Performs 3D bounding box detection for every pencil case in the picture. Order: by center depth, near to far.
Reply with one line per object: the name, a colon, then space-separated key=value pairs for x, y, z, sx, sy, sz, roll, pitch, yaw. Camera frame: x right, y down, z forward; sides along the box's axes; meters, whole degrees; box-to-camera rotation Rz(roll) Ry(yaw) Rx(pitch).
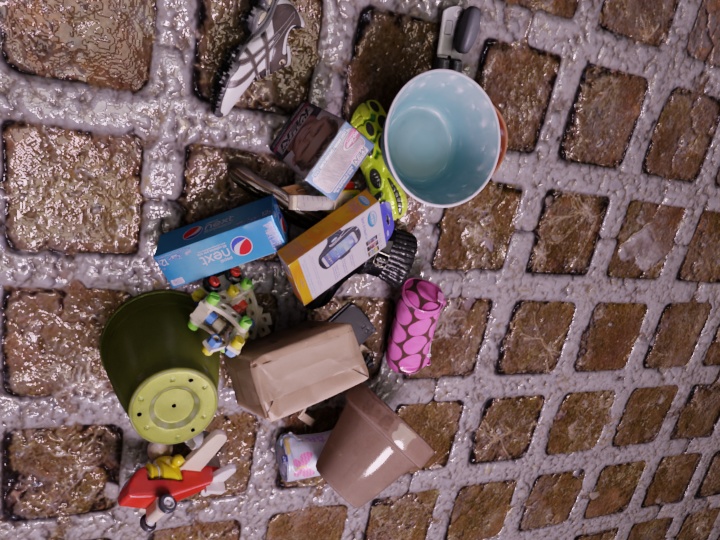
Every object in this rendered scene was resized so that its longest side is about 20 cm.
pencil case: x=0.106 y=0.109 z=1.153 sx=0.092 sy=0.091 sz=0.202 roll=15 pitch=136 yaw=7
pencil case: x=-0.072 y=0.364 z=1.218 sx=0.197 sy=0.083 sz=0.092 roll=-2 pitch=70 yaw=-23

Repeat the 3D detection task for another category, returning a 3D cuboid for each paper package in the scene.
paper package: x=-0.114 y=0.160 z=1.012 sx=0.188 sy=0.199 sz=0.105 roll=-18 pitch=94 yaw=-27

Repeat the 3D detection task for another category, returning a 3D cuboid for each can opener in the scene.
can opener: x=0.152 y=-0.342 z=1.024 sx=0.052 sy=0.067 sz=0.203 roll=-2 pitch=118 yaw=-22

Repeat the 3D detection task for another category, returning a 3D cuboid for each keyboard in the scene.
keyboard: x=-0.049 y=0.169 z=1.154 sx=0.200 sy=0.021 sz=0.128 roll=-42 pitch=98 yaw=-7

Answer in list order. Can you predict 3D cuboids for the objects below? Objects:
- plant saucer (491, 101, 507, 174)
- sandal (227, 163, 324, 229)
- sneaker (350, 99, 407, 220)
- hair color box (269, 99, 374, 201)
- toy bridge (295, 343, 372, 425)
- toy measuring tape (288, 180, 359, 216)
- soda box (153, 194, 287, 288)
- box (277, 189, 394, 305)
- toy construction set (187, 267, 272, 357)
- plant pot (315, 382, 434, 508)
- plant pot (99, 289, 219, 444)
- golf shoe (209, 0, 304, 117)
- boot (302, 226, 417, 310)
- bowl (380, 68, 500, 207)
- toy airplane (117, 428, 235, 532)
plant saucer: x=0.157 y=-0.222 z=1.056 sx=0.196 sy=0.033 sz=0.203 roll=0 pitch=129 yaw=0
sandal: x=-0.125 y=-0.125 z=0.992 sx=0.199 sy=0.081 sz=0.055 roll=33 pitch=75 yaw=-25
sneaker: x=0.028 y=-0.185 z=1.030 sx=0.073 sy=0.084 sz=0.203 roll=-14 pitch=101 yaw=2
hair color box: x=-0.064 y=-0.186 z=0.906 sx=0.060 sy=0.200 sz=0.101 roll=33 pitch=96 yaw=-32
toy bridge: x=-0.061 y=0.210 z=1.186 sx=0.067 sy=0.027 sz=0.201 roll=39 pitch=91 yaw=-32
toy measuring tape: x=-0.058 y=-0.112 z=0.965 sx=0.198 sy=0.073 sz=0.075 roll=-9 pitch=119 yaw=-50
soda box: x=-0.214 y=-0.045 z=0.940 sx=0.197 sy=0.068 sz=0.065 roll=-18 pitch=124 yaw=6
box: x=-0.033 y=-0.042 z=0.969 sx=0.199 sy=0.041 sz=0.120 roll=-38 pitch=149 yaw=-16
toy construction set: x=-0.205 y=0.068 z=0.982 sx=0.131 sy=0.200 sz=0.092 roll=45 pitch=100 yaw=6
plant pot: x=0.012 y=0.336 z=1.124 sx=0.175 sy=0.199 sz=0.201 roll=-47 pitch=123 yaw=-10
plant pot: x=-0.303 y=0.163 z=0.954 sx=0.197 sy=0.193 sz=0.204 roll=-10 pitch=116 yaw=-21
golf shoe: x=-0.151 y=-0.306 z=0.887 sx=0.094 sy=0.078 sz=0.202 roll=24 pitch=102 yaw=-31
boot: x=0.001 y=0.000 z=1.092 sx=0.157 sy=0.079 sz=0.213 roll=28 pitch=98 yaw=-32
bowl: x=0.110 y=-0.203 z=0.953 sx=0.197 sy=0.105 sz=0.205 roll=-2 pitch=98 yaw=-19
toy airplane: x=-0.325 y=0.357 z=1.079 sx=0.198 sy=0.142 sz=0.200 roll=-30 pitch=160 yaw=-20
